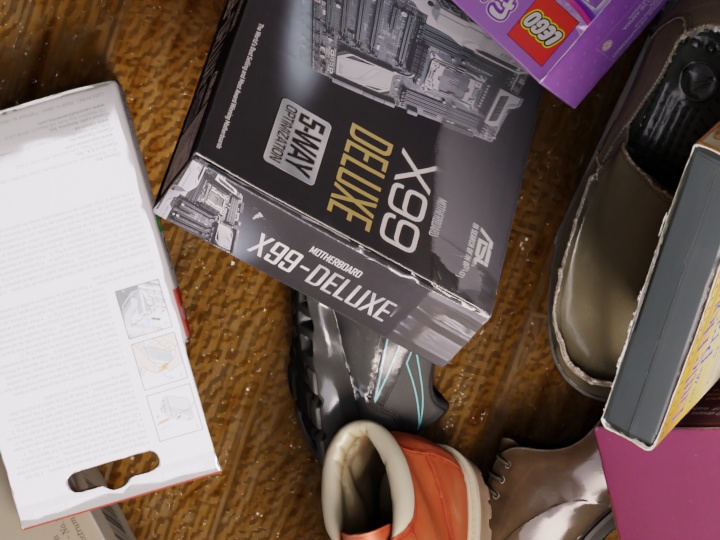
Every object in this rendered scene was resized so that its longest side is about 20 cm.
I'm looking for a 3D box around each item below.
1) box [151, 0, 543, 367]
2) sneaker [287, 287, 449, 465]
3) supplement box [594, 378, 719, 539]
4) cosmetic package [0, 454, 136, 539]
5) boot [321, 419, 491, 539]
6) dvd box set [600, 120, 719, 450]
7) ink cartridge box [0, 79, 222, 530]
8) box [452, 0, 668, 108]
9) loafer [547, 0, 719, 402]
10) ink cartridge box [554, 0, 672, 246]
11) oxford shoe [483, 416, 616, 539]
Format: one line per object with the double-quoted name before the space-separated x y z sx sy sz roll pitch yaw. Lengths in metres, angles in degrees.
"box" 0.001 -0.071 1.366 0.157 0.200 0.050 29 135 -13
"sneaker" 0.000 0.000 1.456 0.079 0.075 0.200 -11 116 -13
"supplement box" 0.213 0.097 1.347 0.103 0.200 0.131 -1 107 39
"cosmetic package" -0.206 0.180 1.454 0.200 0.104 0.073 -35 150 3
"boot" 0.019 0.171 1.419 0.075 0.107 0.200 -15 64 21
"dvd box set" 0.175 -0.025 1.262 0.029 0.200 0.147 26 124 18
"ink cartridge box" -0.144 0.016 1.426 0.109 0.050 0.200 -16 94 -1
"box" 0.077 -0.188 1.348 0.137 0.200 0.039 -48 145 8
"loafer" 0.131 -0.034 1.302 0.075 0.070 0.200 17 102 9
"ink cartridge box" 0.178 -0.093 1.395 0.083 0.147 0.200 26 102 7
"oxford shoe" 0.087 0.131 1.505 0.200 0.073 0.084 -42 87 6
